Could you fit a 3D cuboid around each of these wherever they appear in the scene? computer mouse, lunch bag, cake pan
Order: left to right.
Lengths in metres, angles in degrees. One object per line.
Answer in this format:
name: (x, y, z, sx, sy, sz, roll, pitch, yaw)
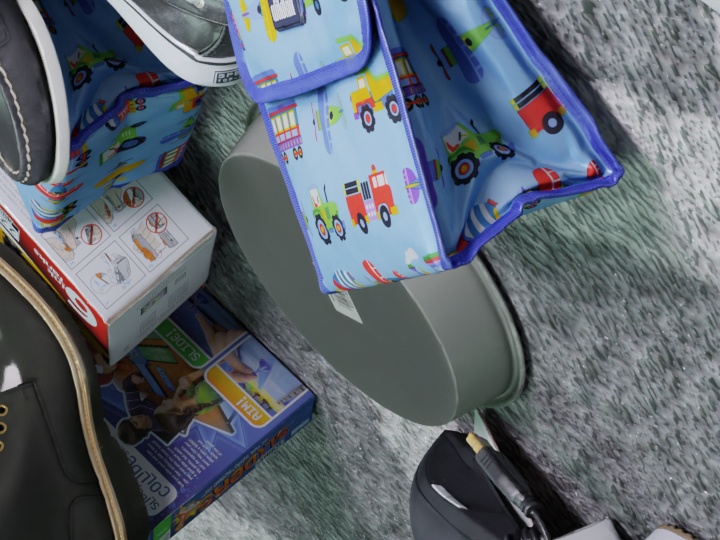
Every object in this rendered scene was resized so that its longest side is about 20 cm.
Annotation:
lunch bag: (-0.169, -0.142, 1.488, 0.200, 0.094, 0.151, 59, 164, 8)
cake pan: (0.000, 0.000, 1.449, 0.200, 0.037, 0.200, 42, 159, 20)
lunch bag: (0.004, -0.102, 1.212, 0.201, 0.094, 0.150, 64, 160, -5)
computer mouse: (0.056, 0.131, 1.470, 0.200, 0.046, 0.141, -120, 13, -52)

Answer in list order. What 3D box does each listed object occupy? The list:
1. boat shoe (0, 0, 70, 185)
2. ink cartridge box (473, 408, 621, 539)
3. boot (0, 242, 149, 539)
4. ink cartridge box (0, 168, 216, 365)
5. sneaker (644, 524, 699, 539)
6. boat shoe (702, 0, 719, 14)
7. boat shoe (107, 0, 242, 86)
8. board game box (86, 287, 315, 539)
boat shoe: (-0.191, -0.130, 1.351, 0.074, 0.060, 0.201, 0, 108, 58)
ink cartridge box: (0.111, 0.181, 1.539, 0.200, 0.043, 0.174, 88, 161, -61)
boot: (-0.208, 0.096, 1.586, 0.077, 0.138, 0.201, -19, 101, 49)
ink cartridge box: (-0.178, -0.050, 1.641, 0.200, 0.084, 0.176, 47, 169, 6)
sneaker: (0.176, 0.215, 1.350, 0.200, 0.112, 0.071, 36, 157, 33)
boat shoe: (0.148, -0.098, 0.908, 0.200, 0.069, 0.057, 38, 157, 35)
boat shoe: (-0.116, -0.167, 1.339, 0.199, 0.073, 0.068, 47, 153, 27)
board game box: (-0.143, 0.055, 1.712, 0.200, 0.135, 0.035, 43, 155, 19)
